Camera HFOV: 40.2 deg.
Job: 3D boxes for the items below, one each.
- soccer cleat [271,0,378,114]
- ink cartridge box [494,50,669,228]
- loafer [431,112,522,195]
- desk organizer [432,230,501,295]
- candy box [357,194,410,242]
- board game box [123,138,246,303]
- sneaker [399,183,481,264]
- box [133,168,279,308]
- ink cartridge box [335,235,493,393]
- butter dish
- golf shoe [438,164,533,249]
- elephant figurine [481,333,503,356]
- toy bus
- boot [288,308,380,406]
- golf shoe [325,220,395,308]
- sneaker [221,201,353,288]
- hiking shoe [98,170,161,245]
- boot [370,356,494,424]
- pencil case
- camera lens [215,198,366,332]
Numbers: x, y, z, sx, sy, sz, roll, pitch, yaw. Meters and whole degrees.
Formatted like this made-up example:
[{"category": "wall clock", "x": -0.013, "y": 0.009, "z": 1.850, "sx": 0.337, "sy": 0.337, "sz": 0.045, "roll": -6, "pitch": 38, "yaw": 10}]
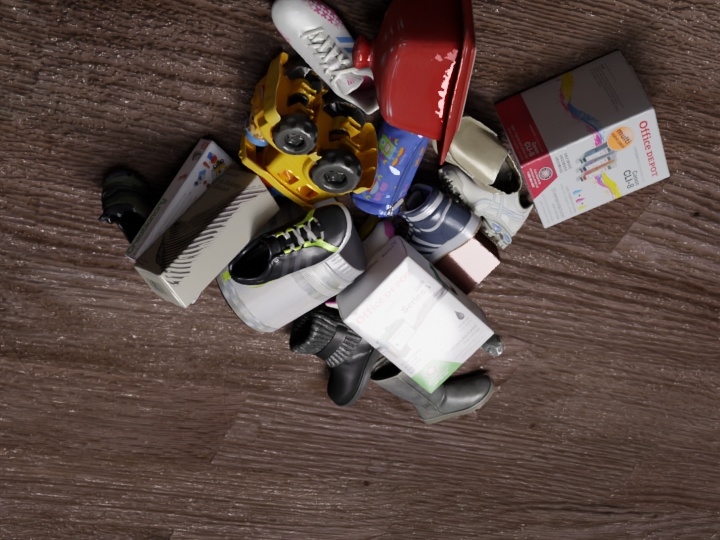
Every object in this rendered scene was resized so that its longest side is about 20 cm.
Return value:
[{"category": "soccer cleat", "x": -0.035, "y": -0.282, "z": 1.285, "sx": 0.070, "sy": 0.087, "sz": 0.200, "roll": -36, "pitch": 132, "yaw": 23}, {"category": "ink cartridge box", "x": 0.322, "y": -0.190, "z": 1.428, "sx": 0.199, "sy": 0.145, "sz": 0.146, "roll": -23, "pitch": 136, "yaw": 10}, {"category": "loafer", "x": 0.174, "y": -0.167, "z": 1.405, "sx": 0.199, "sy": 0.068, "sz": 0.076, "roll": 30, "pitch": 87, "yaw": -48}, {"category": "desk organizer", "x": 0.128, "y": 0.016, "z": 1.585, "sx": 0.077, "sy": 0.072, "sz": 0.200, "roll": 39, "pitch": 108, "yaw": -16}, {"category": "candy box", "x": 0.039, "y": -0.045, "z": 1.599, "sx": 0.102, "sy": 0.027, "sz": 0.200, "roll": 15, "pitch": 131, "yaw": -32}, {"category": "board game box", "x": -0.233, "y": -0.070, "z": 1.411, "sx": 0.126, "sy": 0.034, "sz": 0.201, "roll": 43, "pitch": 73, "yaw": -42}, {"category": "sneaker", "x": 0.088, "y": -0.063, "z": 1.523, "sx": 0.108, "sy": 0.070, "sz": 0.200, "roll": 35, "pitch": 143, "yaw": -16}, {"category": "box", "x": -0.211, "y": -0.047, "z": 1.359, "sx": 0.200, "sy": 0.082, "sz": 0.069, "roll": -50, "pitch": 128, "yaw": -21}, {"category": "ink cartridge box", "x": 0.081, "y": 0.068, "z": 1.509, "sx": 0.200, "sy": 0.084, "sz": 0.146, "roll": 39, "pitch": 103, "yaw": -23}, {"category": "butter dish", "x": 0.062, "y": -0.270, "z": 1.253, "sx": 0.146, "sy": 0.201, "sz": 0.201, "roll": 5, "pitch": 136, "yaw": -4}, {"category": "golf shoe", "x": 0.197, "y": -0.123, "z": 1.537, "sx": 0.097, "sy": 0.078, "sz": 0.200, "roll": -46, "pitch": 136, "yaw": 7}, {"category": "elephant figurine", "x": 0.137, "y": 0.102, "z": 1.648, "sx": 0.140, "sy": 0.201, "sz": 0.156, "roll": 0, "pitch": 137, "yaw": -14}, {"category": "toy bus", "x": -0.101, "y": -0.176, "z": 1.366, "sx": 0.191, "sy": 0.137, "sz": 0.200, "roll": -23, "pitch": 137, "yaw": 34}, {"category": "boot", "x": -0.058, "y": 0.153, "z": 1.742, "sx": 0.156, "sy": 0.080, "sz": 0.212, "roll": 6, "pitch": 126, "yaw": -27}, {"category": "golf shoe", "x": 0.000, "y": 0.000, "z": 1.565, "sx": 0.091, "sy": 0.076, "sz": 0.201, "roll": 7, "pitch": 133, "yaw": -15}, {"category": "sneaker", "x": -0.100, "y": -0.028, "z": 1.363, "sx": 0.199, "sy": 0.072, "sz": 0.083, "roll": -31, "pitch": 172, "yaw": 12}, {"category": "hiking shoe", "x": -0.298, "y": -0.058, "z": 1.440, "sx": 0.199, "sy": 0.101, "sz": 0.075, "roll": 29, "pitch": 137, "yaw": -33}, {"category": "boot", "x": 0.137, "y": 0.207, "z": 1.868, "sx": 0.181, "sy": 0.073, "sz": 0.200, "roll": -29, "pitch": 128, "yaw": 14}, {"category": "pencil case", "x": 0.053, "y": -0.164, "z": 1.429, "sx": 0.078, "sy": 0.087, "sz": 0.201, "roll": -8, "pitch": 140, "yaw": -37}, {"category": "camera lens", "x": -0.110, "y": -0.013, "z": 1.496, "sx": 0.199, "sy": 0.161, "sz": 0.160, "roll": -30, "pitch": 135, "yaw": 18}]
